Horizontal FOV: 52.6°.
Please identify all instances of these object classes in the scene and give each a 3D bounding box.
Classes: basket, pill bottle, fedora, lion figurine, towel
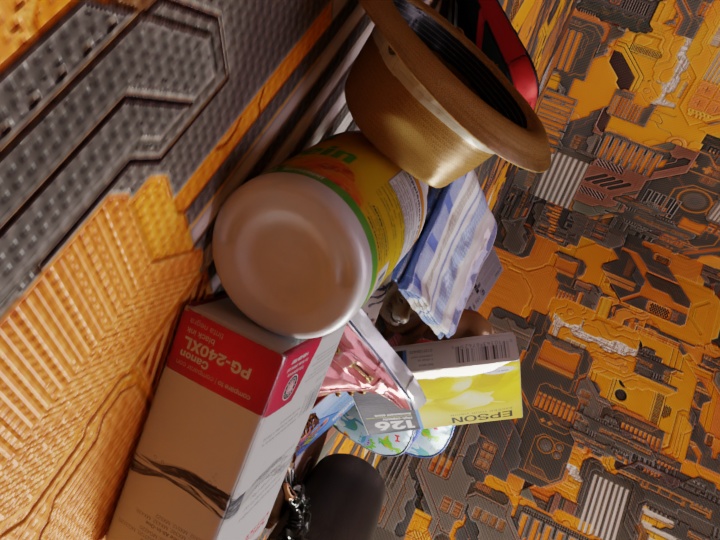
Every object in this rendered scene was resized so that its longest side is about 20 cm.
[{"bbox_3d":[-0.045,0.351,0.970,0.200,0.135,0.181,-53,158,-61],"label":"basket"},{"bbox_3d":[-0.014,-0.041,0.544,0.200,0.111,0.112,-47,158,-60],"label":"pill bottle"},{"bbox_3d":[0.049,-0.126,0.532,0.082,0.201,0.201,-47,178,27],"label":"fedora"},{"bbox_3d":[0.096,0.066,0.865,0.123,0.199,0.073,-57,-145,31],"label":"lion figurine"},{"bbox_3d":[0.090,-0.019,0.711,0.148,0.024,0.200,-65,156,-9],"label":"towel"}]

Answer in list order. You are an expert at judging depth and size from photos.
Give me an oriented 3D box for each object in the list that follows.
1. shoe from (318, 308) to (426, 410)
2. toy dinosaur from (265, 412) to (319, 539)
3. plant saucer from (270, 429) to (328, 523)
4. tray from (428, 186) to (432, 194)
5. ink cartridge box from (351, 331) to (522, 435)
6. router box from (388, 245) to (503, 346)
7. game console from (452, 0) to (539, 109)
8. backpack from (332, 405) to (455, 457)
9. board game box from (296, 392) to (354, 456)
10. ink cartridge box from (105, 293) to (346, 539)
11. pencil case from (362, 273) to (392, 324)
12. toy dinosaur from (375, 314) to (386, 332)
[{"bbox_3d":[-0.012,0.095,0.724,0.091,0.071,0.200,-39,128,-3],"label":"shoe"},{"bbox_3d":[-0.094,0.212,0.744,0.199,0.102,0.137,-23,121,-37],"label":"toy dinosaur"},{"bbox_3d":[-0.091,0.268,1.003,0.200,0.036,0.201,24,90,-80],"label":"plant saucer"},{"bbox_3d":[0.077,-0.095,0.764,0.099,0.037,0.201,-130,-127,-67],"label":"tray"},{"bbox_3d":[0.094,0.153,0.878,0.200,0.196,0.047,71,13,-48],"label":"ink cartridge box"},{"bbox_3d":[0.090,0.041,1.035,0.049,0.179,0.200,63,35,-13],"label":"router box"},{"bbox_3d":[0.147,-0.235,0.826,0.200,0.031,0.178,68,2,-75],"label":"game console"},{"bbox_3d":[0.056,0.192,1.110,0.147,0.199,0.184,-51,162,-52],"label":"backpack"},{"bbox_3d":[-0.050,0.172,0.889,0.200,0.019,0.103,-38,154,-30],"label":"board game box"},{"bbox_3d":[-0.099,0.123,0.552,0.201,0.083,0.145,-68,169,10],"label":"ink cartridge box"},{"bbox_3d":[0.000,0.000,0.768,0.089,0.078,0.201,-6,122,-44],"label":"pencil case"},{"bbox_3d":[0.009,0.044,0.884,0.088,0.048,0.201,-15,135,-25],"label":"toy dinosaur"}]
